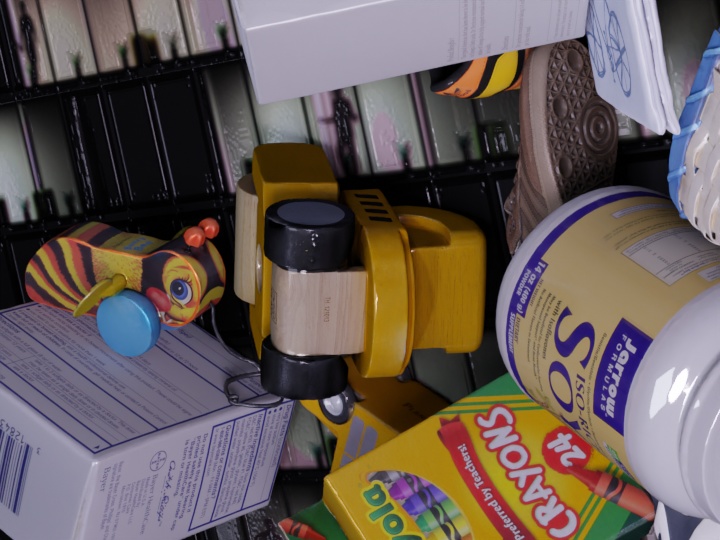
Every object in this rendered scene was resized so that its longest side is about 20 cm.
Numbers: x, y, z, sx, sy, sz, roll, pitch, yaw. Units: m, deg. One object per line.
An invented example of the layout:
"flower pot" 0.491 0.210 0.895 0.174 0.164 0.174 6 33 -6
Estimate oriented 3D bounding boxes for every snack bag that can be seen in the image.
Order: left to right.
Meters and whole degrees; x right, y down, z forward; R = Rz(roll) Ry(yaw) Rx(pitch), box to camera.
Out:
"snack bag" 0.137 -0.181 1.423 0.189 0.021 0.200 -110 7 -80

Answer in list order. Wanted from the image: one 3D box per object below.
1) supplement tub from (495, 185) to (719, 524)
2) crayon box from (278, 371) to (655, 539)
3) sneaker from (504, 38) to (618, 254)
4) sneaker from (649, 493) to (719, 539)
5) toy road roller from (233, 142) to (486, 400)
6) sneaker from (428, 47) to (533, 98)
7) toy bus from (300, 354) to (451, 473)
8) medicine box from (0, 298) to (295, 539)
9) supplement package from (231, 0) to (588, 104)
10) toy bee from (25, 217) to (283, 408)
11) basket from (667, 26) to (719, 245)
"supplement tub" 0.183 0.050 1.433 0.200 0.145 0.146 39 129 52
"crayon box" 0.066 0.152 1.572 0.127 0.200 0.051 56 165 17
"sneaker" 0.114 -0.041 1.556 0.076 0.070 0.200 -2 101 45
"sneaker" 0.233 0.171 1.487 0.199 0.079 0.130 32 141 49
"toy road roller" 0.000 0.000 1.664 0.200 0.146 0.123 -118 29 -67
"sneaker" 0.050 -0.200 1.552 0.070 0.090 0.200 -18 90 45
"toy bus" 0.047 0.131 1.678 0.200 0.065 0.078 33 125 31
"medicine box" -0.181 0.105 1.789 0.182 0.200 0.103 33 121 32
"supplement package" 0.022 -0.185 1.461 0.117 0.200 0.117 86 172 -73
"toy bee" -0.134 0.002 1.775 0.200 0.131 0.109 14 118 2
"basket" 0.238 -0.088 1.390 0.200 0.139 0.176 -115 35 -48
